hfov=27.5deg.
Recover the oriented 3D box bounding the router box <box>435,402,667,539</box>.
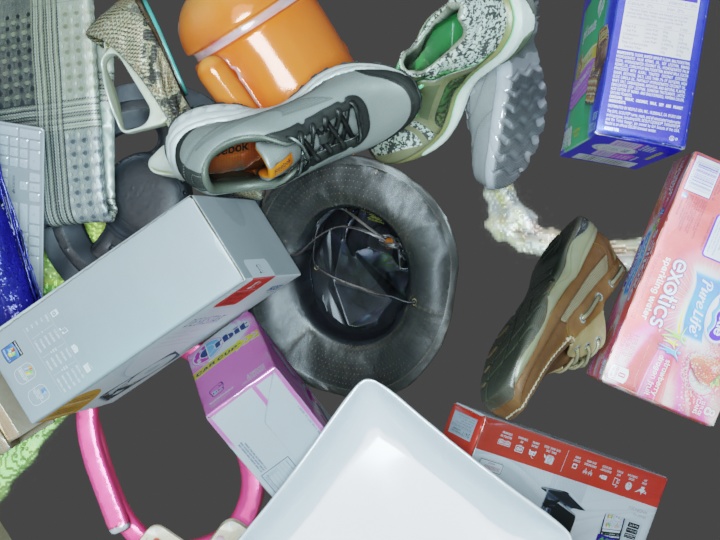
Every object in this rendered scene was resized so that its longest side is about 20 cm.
[{"bbox_3d":[0.133,0.220,1.182,0.200,0.049,0.180,20,89,-30],"label":"router box"}]

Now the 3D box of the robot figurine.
[{"bbox_3d":[-0.071,-0.170,1.202,0.144,0.117,0.200,-36,102,-16],"label":"robot figurine"}]

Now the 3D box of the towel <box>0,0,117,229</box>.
[{"bbox_3d":[-0.294,-0.133,1.241,0.192,0.035,0.201,-4,90,20],"label":"towel"}]

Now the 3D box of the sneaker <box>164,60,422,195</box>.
[{"bbox_3d":[-0.044,-0.099,1.114,0.200,0.079,0.074,-18,123,-11],"label":"sneaker"}]

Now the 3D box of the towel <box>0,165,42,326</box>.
[{"bbox_3d":[-0.326,-0.041,1.203,0.147,0.049,0.201,-6,99,46],"label":"towel"}]

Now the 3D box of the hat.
[{"bbox_3d":[0.000,0.000,1.215,0.200,0.081,0.201,4,102,18],"label":"hat"}]

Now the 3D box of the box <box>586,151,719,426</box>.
[{"bbox_3d":[0.273,0.015,1.206,0.102,0.095,0.201,22,90,2],"label":"box"}]

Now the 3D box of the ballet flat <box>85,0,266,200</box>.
[{"bbox_3d":[-0.156,-0.125,1.186,0.075,0.068,0.200,-33,86,-5],"label":"ballet flat"}]

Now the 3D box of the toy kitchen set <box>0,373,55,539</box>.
[{"bbox_3d":[-0.342,0.154,1.179,0.163,0.180,0.200,-32,92,0],"label":"toy kitchen set"}]

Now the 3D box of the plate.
[{"bbox_3d":[0.023,0.215,1.098,0.199,0.032,0.200,38,91,5],"label":"plate"}]

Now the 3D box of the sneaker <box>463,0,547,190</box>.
[{"bbox_3d":[0.107,-0.168,1.240,0.082,0.075,0.201,3,94,36],"label":"sneaker"}]

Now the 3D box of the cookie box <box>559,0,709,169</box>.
[{"bbox_3d":[0.222,-0.192,1.176,0.075,0.171,0.201,10,88,-1],"label":"cookie box"}]

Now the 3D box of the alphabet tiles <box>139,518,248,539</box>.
[{"bbox_3d":[-0.128,0.311,1.237,0.195,0.015,0.200,35,96,-7],"label":"alphabet tiles"}]

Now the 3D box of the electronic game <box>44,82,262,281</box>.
[{"bbox_3d":[-0.180,-0.061,1.247,0.199,0.042,0.201,-1,86,10],"label":"electronic game"}]

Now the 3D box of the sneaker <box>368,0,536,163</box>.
[{"bbox_3d":[0.050,-0.161,1.182,0.077,0.088,0.200,57,130,22],"label":"sneaker"}]

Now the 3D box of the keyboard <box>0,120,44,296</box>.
[{"bbox_3d":[-0.289,-0.027,1.224,0.056,0.011,0.201,12,114,15],"label":"keyboard"}]

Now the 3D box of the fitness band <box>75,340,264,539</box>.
[{"bbox_3d":[-0.161,0.149,1.246,0.143,0.037,0.201,-19,89,1],"label":"fitness band"}]

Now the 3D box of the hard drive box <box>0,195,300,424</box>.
[{"bbox_3d":[-0.164,0.027,1.137,0.200,0.156,0.077,-34,84,12],"label":"hard drive box"}]

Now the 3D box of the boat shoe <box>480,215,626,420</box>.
[{"bbox_3d":[0.165,0.042,1.184,0.074,0.076,0.200,37,55,-6],"label":"boat shoe"}]

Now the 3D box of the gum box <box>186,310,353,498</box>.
[{"bbox_3d":[-0.048,0.142,1.170,0.066,0.114,0.200,-36,114,0],"label":"gum box"}]
